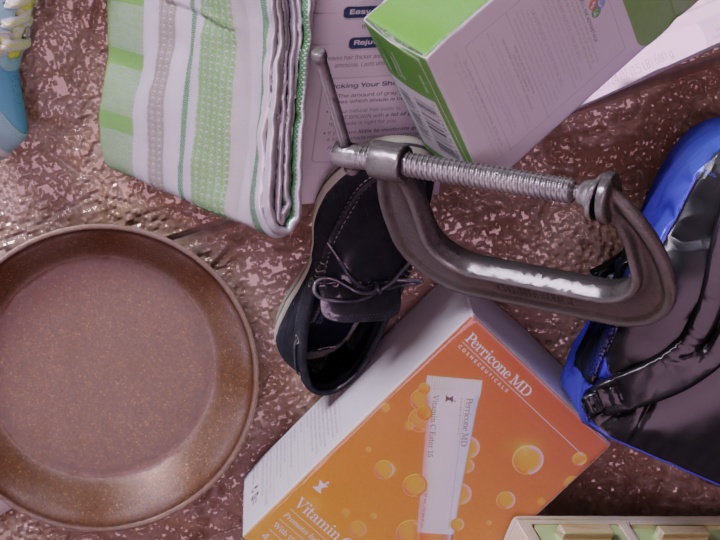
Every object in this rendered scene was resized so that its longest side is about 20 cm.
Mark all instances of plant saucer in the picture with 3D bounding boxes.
[{"bbox_3d":[-0.165,0.066,1.151,0.199,0.037,0.201,-2,102,-8],"label":"plant saucer"}]

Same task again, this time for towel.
[{"bbox_3d":[-0.097,-0.110,1.042,0.031,0.200,0.150,-6,107,-37],"label":"towel"}]

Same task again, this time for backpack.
[{"bbox_3d":[0.219,0.009,1.066,0.162,0.168,0.201,21,101,-10],"label":"backpack"}]

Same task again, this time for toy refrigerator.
[{"bbox_3d":[0.185,0.197,1.114,0.199,0.076,0.070,4,122,-25],"label":"toy refrigerator"}]

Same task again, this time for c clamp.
[{"bbox_3d":[0.073,-0.032,0.969,0.199,0.027,0.171,15,144,23],"label":"c clamp"}]

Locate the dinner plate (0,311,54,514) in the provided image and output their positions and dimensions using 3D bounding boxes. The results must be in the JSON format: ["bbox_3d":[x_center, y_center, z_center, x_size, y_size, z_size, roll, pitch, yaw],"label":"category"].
[{"bbox_3d":[-0.290,0.080,1.178,0.199,0.024,0.201,1,103,3],"label":"dinner plate"}]

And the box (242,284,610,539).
[{"bbox_3d":[0.038,0.119,1.132,0.124,0.098,0.200,42,101,-14],"label":"box"}]

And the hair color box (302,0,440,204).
[{"bbox_3d":[0.007,-0.137,1.043,0.100,0.061,0.201,-5,131,-18],"label":"hair color box"}]

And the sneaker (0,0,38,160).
[{"bbox_3d":[-0.204,-0.172,1.085,0.130,0.080,0.201,-13,104,7],"label":"sneaker"}]

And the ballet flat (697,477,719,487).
[{"bbox_3d":[0.303,0.092,1.146,0.199,0.046,0.068,-18,102,6],"label":"ballet flat"}]

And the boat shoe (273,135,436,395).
[{"bbox_3d":[0.000,0.000,1.084,0.074,0.062,0.200,2,137,-25],"label":"boat shoe"}]

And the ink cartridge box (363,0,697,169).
[{"bbox_3d":[0.107,-0.152,0.993,0.200,0.059,0.104,-41,135,-11],"label":"ink cartridge box"}]

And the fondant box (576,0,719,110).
[{"bbox_3d":[0.133,-0.209,1.075,0.144,0.058,0.201,-24,100,8],"label":"fondant box"}]
